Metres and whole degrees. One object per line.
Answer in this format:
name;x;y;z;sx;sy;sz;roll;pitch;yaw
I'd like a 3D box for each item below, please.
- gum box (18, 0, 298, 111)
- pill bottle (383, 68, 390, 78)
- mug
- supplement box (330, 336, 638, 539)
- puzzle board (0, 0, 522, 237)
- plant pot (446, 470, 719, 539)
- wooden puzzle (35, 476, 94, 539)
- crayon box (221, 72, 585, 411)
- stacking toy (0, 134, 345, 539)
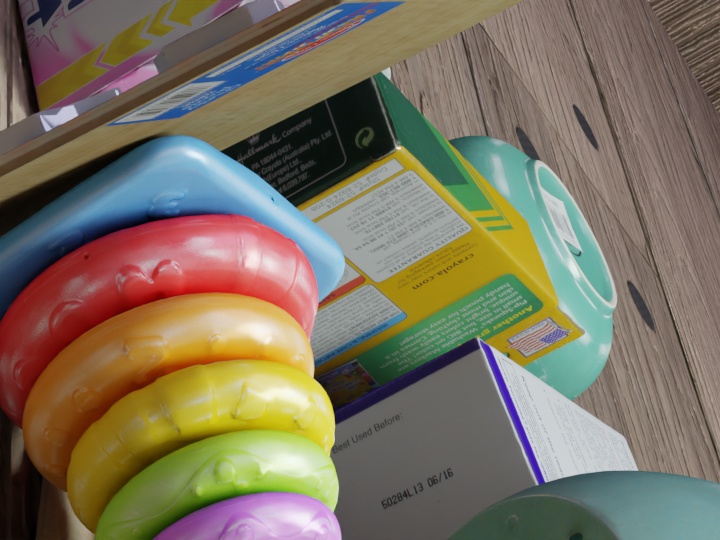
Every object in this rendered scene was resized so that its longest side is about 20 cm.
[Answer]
gum box;-0.041;-0.131;0.949;0.066;0.199;0.114;44;21;-47
pill bottle;-0.058;-0.165;1.124;0.111;0.110;0.201;30;34;-62
mug;0.064;0.014;1.205;0.152;0.114;0.185;55;16;-24
supplement box;0.064;0.118;1.052;0.200;0.101;0.104;31;34;-61
puzzle board;-0.057;-0.049;0.714;0.150;0.199;0.018;-16;82;-65
plant pot;0.104;0.165;0.861;0.160;0.200;0.202;28;34;-38
wooden puzzle;-0.045;0.161;0.744;0.186;0.037;0.200;55;17;-24
crayon box;0.000;0.000;1.000;0.200;0.125;0.052;41;25;-54
stacking toy;-0.043;0.072;0.699;0.116;0.109;0.201;35;26;-53
